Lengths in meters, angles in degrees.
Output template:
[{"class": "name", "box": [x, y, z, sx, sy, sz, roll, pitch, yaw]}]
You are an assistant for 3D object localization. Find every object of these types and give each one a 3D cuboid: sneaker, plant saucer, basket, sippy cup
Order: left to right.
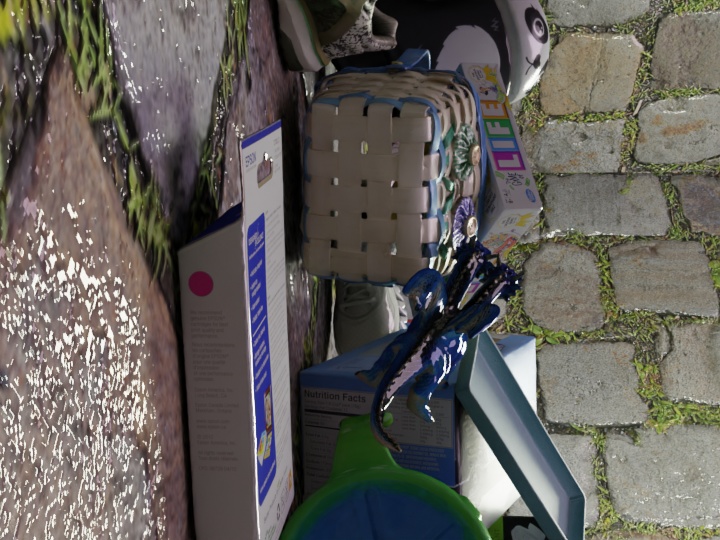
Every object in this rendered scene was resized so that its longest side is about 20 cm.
[{"class": "sneaker", "box": [-0.013, -0.195, 0.673, 0.200, 0.088, 0.077, 74, 17, -71]}, {"class": "sneaker", "box": [0.000, 0.000, 0.993, 0.081, 0.075, 0.201, 48, 39, -57]}, {"class": "basket", "box": [0.025, -0.069, 0.808, 0.200, 0.138, 0.177, -64, 157, -71]}, {"class": "sippy cup", "box": [0.022, 0.191, 0.684, 0.130, 0.139, 0.179, 44, 70, -80]}, {"class": "plant saucer", "box": [0.121, 0.132, 0.796, 0.200, 0.019, 0.070, 58, 30, -29]}]

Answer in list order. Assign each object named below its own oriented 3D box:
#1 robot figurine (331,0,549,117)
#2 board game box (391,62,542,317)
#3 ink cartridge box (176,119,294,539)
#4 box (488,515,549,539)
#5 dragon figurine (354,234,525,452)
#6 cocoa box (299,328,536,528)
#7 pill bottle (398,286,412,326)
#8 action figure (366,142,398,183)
[{"class": "robot figurine", "box": [0.071, -0.192, 0.960, 0.150, 0.199, 0.125, 138, -65, -76]}, {"class": "board game box", "box": [0.077, -0.055, 0.888, 0.200, 0.034, 0.135, 119, -38, -56]}, {"class": "ink cartridge box", "box": [-0.055, 0.034, 0.502, 0.095, 0.037, 0.201, -66, 158, -76]}, {"class": "box", "box": [0.063, 0.282, 0.887, 0.124, 0.199, 0.149, 71, 19, -69]}, {"class": "dragon figurine", "box": [0.049, 0.037, 0.684, 0.100, 0.059, 0.200, -62, 168, 21]}, {"class": "cocoa box", "box": [0.053, 0.127, 0.864, 0.200, 0.133, 0.132, -15, 105, -63]}, {"class": "pill bottle", "box": [0.041, 0.090, 1.161, 0.109, 0.108, 0.201, 42, 49, -83]}, {"class": "action figure", "box": [0.026, -0.130, 1.218, 0.134, 0.148, 0.201, 52, 53, -48]}]
